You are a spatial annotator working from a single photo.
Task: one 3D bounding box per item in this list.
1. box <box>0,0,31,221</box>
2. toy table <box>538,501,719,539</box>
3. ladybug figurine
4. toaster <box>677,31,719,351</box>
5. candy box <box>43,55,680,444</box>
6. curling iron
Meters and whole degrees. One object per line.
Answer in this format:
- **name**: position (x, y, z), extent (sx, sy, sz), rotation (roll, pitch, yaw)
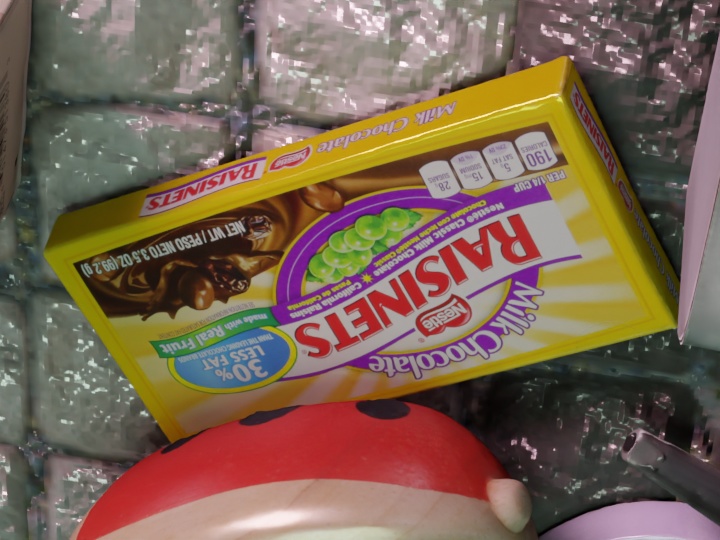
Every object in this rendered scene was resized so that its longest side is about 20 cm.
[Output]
- **box**: position (-0.214, -0.064, 0.787), extent (0.198, 0.078, 0.096), rotation (12, 130, 4)
- **toy table**: position (0.087, 0.193, 0.890), extent (0.182, 0.118, 0.201), rotation (14, 128, 2)
- **ladybug figurine**: position (-0.024, 0.095, 0.853), extent (0.199, 0.073, 0.135), rotation (-17, 151, 29)
- **toaster**: position (0.192, -0.055, 0.670), extent (0.179, 0.119, 0.201), rotation (11, 129, 4)
- **candy box**: position (0.000, 0.000, 0.819), extent (0.199, 0.027, 0.103), rotation (-16, 126, 24)
- **curling iron**: position (0.171, 0.116, 0.856), extent (0.200, 0.050, 0.026), rotation (39, 153, -17)
